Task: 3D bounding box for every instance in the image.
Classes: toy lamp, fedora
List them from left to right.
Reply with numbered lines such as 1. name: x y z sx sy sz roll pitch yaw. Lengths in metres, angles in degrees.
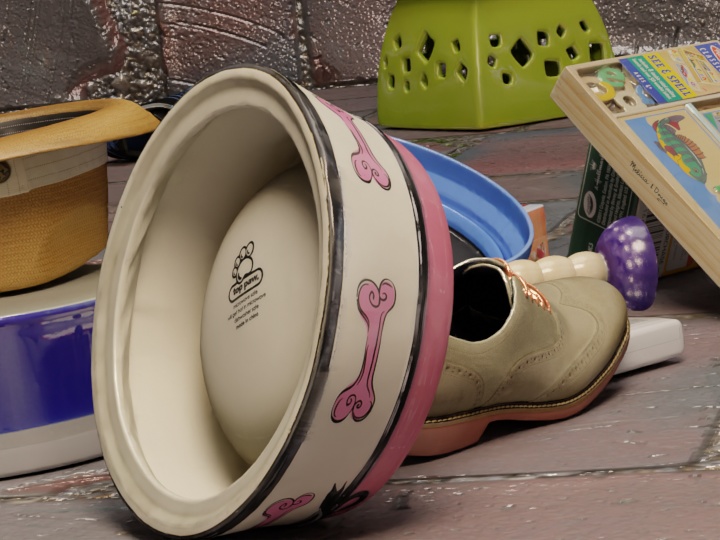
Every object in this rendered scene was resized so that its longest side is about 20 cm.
1. fedora: -0.195 -0.033 1.462 0.200 0.082 0.201 -11 10 2
2. toy lamp: 0.055 0.010 1.470 0.200 0.058 0.058 -8 8 -16

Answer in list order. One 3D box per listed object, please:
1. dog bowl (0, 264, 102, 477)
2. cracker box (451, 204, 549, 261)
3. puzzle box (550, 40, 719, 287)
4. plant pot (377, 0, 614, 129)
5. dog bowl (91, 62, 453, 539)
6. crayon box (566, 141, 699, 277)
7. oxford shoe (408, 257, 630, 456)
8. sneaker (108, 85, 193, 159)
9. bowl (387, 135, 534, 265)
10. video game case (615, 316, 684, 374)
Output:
1. dog bowl: -0.202 0.051 1.447 0.200 0.079 0.200 -6 8 1
2. cracker box: 0.000 0.000 1.743 0.200 0.058 0.134 -2 10 33
3. puzzle box: 0.219 -0.055 1.650 0.133 0.025 0.200 -12 51 -39
4. plant pot: 0.139 -0.251 3.006 0.199 0.182 0.200 -12 9 -33
5. dog bowl: -0.036 0.018 1.196 0.074 0.201 0.200 10 -2 -31
6. crayon box: 0.222 -0.070 1.809 0.200 0.126 0.052 -13 30 -44
7. oxford shoe: 0.073 0.029 1.355 0.071 0.074 0.200 30 30 26
8. sneaker: -0.186 -0.154 2.985 0.200 0.070 0.078 -17 16 -26
9. bowl: -0.004 -0.026 1.582 0.200 0.039 0.201 11 23 -5
10. video game case: 0.038 0.049 1.488 0.200 0.024 0.182 -14 11 -41
